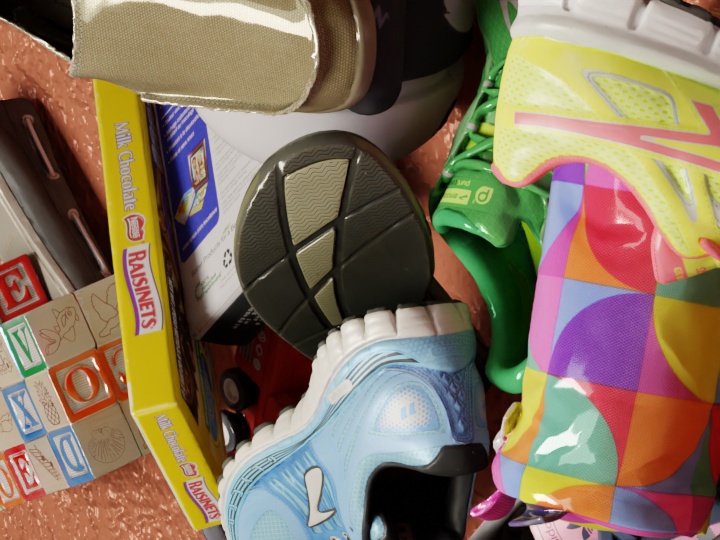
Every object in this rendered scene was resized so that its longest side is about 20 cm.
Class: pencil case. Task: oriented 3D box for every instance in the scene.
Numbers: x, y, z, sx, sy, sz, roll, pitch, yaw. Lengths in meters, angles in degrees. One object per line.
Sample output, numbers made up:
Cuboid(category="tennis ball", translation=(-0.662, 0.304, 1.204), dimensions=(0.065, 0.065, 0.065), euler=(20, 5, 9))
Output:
Cuboid(category="pencil case", translation=(0.099, 0.002, 1.034), dimensions=(0.088, 0.088, 0.200), euler=(13, 91, 52))

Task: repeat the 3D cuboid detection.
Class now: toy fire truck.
Cuboid(category="toy fire truck", translation=(-0.008, 0.089, 1.304), dimensions=(0.141, 0.049, 0.200), euler=(43, 134, 36))

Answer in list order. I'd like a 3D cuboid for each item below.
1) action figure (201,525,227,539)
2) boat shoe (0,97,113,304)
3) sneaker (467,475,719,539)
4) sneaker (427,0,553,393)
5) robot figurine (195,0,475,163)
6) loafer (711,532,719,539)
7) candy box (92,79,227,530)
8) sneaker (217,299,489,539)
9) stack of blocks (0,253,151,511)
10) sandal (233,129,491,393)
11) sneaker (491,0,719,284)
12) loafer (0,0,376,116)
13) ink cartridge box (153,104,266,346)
Cuboid(category="action figure", translation=(-0.068, 0.218, 1.379), dimensions=(0.194, 0.105, 0.200), euler=(79, 165, -45))
Cuboid(category="boat shoe", translation=(-0.152, -0.006, 1.472), dimensions=(0.200, 0.057, 0.067), euler=(59, 146, 12))
Cuboid(category="sneaker", translation=(0.114, 0.090, 1.103), dimensions=(0.200, 0.082, 0.070), euler=(-41, 69, 53))
Cuboid(category="sneaker", translation=(0.069, -0.044, 1.110), dimensions=(0.074, 0.084, 0.200), euler=(2, 104, 55))
Cuboid(category="robot figurine", translation=(-0.009, -0.137, 1.152), dimensions=(0.125, 0.150, 0.200), euler=(17, 119, 24))
Cuboid(category="loafer", translation=(0.147, 0.135, 1.047), dimensions=(0.200, 0.073, 0.071), euler=(-31, 66, 35))
Cuboid(category="candy box", translation=(-0.090, 0.009, 1.300), dimensions=(0.102, 0.026, 0.200), euler=(73, -174, -53))
Cuboid(category="sneaker", translation=(-0.001, 0.097, 1.179), dimensions=(0.200, 0.078, 0.090), euler=(119, 139, -52))
Cuboid(category="stack of blocks", translation=(-0.174, 0.056, 1.434), dimensions=(0.200, 0.059, 0.115), euler=(-21, 93, 58))
Cuboid(category="sandal", translation=(-0.001, 0.001, 1.176), dimensions=(0.201, 0.080, 0.057), euler=(62, -163, -57))
Cuboid(category="sneaker", translation=(0.135, -0.031, 0.961), dimensions=(0.200, 0.078, 0.090), euler=(22, 93, 7))
Cuboid(category="loafer", translation=(-0.079, -0.098, 1.094), dimensions=(0.200, 0.067, 0.076), euler=(16, 118, 39))
Cuboid(category="ink cartridge box", translation=(-0.057, -0.075, 1.279), dimensions=(0.095, 0.037, 0.200), euler=(-46, 47, 45))
